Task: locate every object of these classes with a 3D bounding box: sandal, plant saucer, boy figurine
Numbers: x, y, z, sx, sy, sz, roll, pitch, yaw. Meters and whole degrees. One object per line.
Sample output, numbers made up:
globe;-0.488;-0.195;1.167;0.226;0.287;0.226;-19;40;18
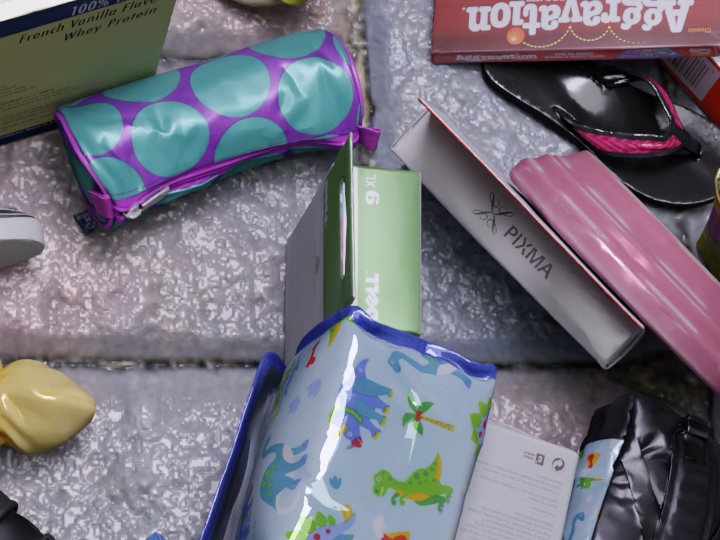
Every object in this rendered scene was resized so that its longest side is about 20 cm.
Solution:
sandal;0.174;-0.108;1.517;0.199;0.045;0.075;30;68;-1
plant saucer;0.179;-0.006;1.401;0.051;0.200;0.201;-43;84;5
boy figurine;-0.262;0.078;1.352;0.198;0.064;0.126;-2;72;-14

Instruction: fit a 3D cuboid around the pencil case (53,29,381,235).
pencil case;-0.094;-0.091;1.433;0.199;0.085;0.093;-20;61;-17

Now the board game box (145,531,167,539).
board game box;-0.107;0.243;1.247;0.135;0.200;0.035;-38;43;5

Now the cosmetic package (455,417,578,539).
cosmetic package;0.056;0.199;1.339;0.081;0.113;0.202;21;71;-18

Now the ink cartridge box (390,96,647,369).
ink cartridge box;0.100;-0.021;1.404;0.044;0.174;0.200;-45;85;7

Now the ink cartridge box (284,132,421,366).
ink cartridge box;0.000;0.000;1.359;0.059;0.200;0.105;4;71;-12

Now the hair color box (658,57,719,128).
hair color box;0.292;-0.207;1.567;0.200;0.064;0.111;-39;81;-19

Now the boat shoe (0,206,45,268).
boat shoe;-0.296;-0.034;1.378;0.198;0.071;0.064;-1;73;-11

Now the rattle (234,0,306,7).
rattle;-0.081;-0.272;1.509;0.199;0.131;0.143;23;54;25

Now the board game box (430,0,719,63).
board game box;0.149;-0.193;1.512;0.198;0.019;0.104;0;70;14

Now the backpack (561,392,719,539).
backpack;0.171;0.207;1.362;0.163;0.154;0.201;32;49;-20

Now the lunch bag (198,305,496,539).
lunch bag;-0.021;0.134;1.310;0.127;0.200;0.171;23;67;-12

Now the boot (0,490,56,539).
boot;-0.214;0.244;1.296;0.157;0.079;0.212;37;68;2

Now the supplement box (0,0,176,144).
supplement box;-0.232;-0.175;1.370;0.198;0.200;0.135;-19;76;-17

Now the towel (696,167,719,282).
towel;0.254;0.017;1.414;0.023;0.200;0.145;-24;78;0
